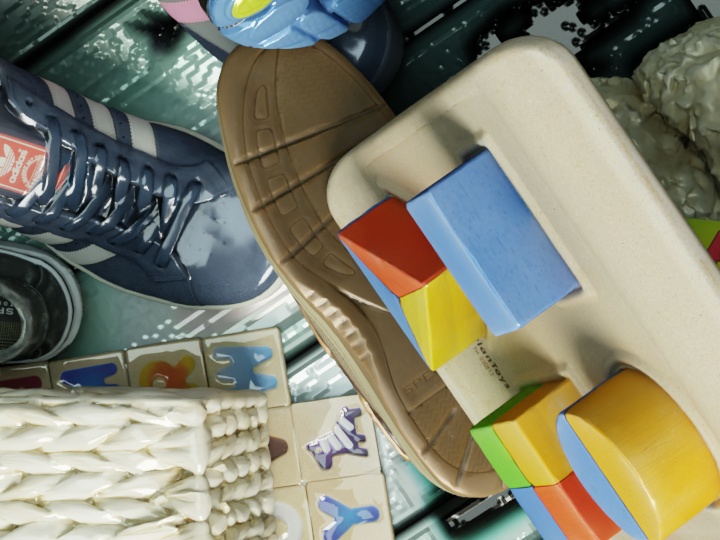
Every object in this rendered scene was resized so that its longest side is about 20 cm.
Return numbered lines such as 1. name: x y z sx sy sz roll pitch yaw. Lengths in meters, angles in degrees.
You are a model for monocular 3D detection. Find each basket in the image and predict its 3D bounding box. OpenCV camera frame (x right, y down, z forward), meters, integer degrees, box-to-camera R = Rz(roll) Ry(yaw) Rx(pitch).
1. basket: -0.133 0.106 0.915 0.200 0.136 0.123 1 88 10

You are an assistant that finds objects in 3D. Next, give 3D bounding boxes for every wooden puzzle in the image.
1. wooden puzzle: 0.061 0.026 0.794 0.046 0.200 0.185 -35 92 -21

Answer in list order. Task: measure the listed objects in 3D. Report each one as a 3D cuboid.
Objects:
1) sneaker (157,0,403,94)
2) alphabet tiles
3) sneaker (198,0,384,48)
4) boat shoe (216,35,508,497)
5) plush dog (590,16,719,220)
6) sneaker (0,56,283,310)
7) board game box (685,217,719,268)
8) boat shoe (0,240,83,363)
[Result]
1. sneaker: -0.070 -0.136 0.926 0.200 0.082 0.070 40 98 6
2. alphabet tiles: -0.085 0.114 0.976 0.200 0.006 0.166 -9 91 10
3. sneaker: -0.007 -0.167 0.905 0.083 0.071 0.200 22 68 22
4. boat shoe: 0.000 0.000 0.924 0.072 0.072 0.200 -33 93 -15
5. plush dog: 0.119 -0.036 0.872 0.172 0.200 0.160 -17 56 0
6. sneaker: -0.122 -0.038 0.937 0.200 0.085 0.075 23 95 8
7. board game box: 0.160 0.065 0.845 0.102 0.200 0.048 5 53 9
8. boat shoe: -0.217 0.007 0.961 0.200 0.071 0.072 0 92 10
